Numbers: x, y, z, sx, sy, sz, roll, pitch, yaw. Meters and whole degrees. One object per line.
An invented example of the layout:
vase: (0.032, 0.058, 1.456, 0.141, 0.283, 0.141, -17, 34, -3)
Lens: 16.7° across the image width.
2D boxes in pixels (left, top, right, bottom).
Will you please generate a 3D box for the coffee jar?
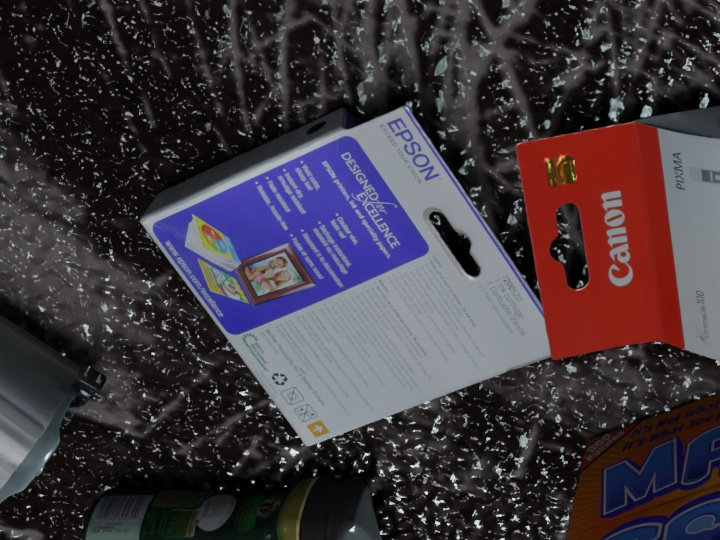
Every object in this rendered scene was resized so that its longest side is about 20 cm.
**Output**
coffee jar: (-0.080, 0.193, 1.638, 0.199, 0.085, 0.104, -4, 121, 19)

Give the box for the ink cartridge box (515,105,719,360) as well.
ink cartridge box: (0.200, -0.015, 1.419, 0.199, 0.047, 0.160, -9, 123, 5)

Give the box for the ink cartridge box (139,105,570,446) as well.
ink cartridge box: (0.000, 0.000, 1.506, 0.200, 0.043, 0.198, -21, 118, 27)

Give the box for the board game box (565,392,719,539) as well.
board game box: (0.257, 0.203, 1.485, 0.200, 0.200, 0.200, -23, 116, 27)

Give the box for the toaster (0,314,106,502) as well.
toaster: (-0.269, 0.098, 1.604, 0.129, 0.114, 0.200, 37, 127, -9)
